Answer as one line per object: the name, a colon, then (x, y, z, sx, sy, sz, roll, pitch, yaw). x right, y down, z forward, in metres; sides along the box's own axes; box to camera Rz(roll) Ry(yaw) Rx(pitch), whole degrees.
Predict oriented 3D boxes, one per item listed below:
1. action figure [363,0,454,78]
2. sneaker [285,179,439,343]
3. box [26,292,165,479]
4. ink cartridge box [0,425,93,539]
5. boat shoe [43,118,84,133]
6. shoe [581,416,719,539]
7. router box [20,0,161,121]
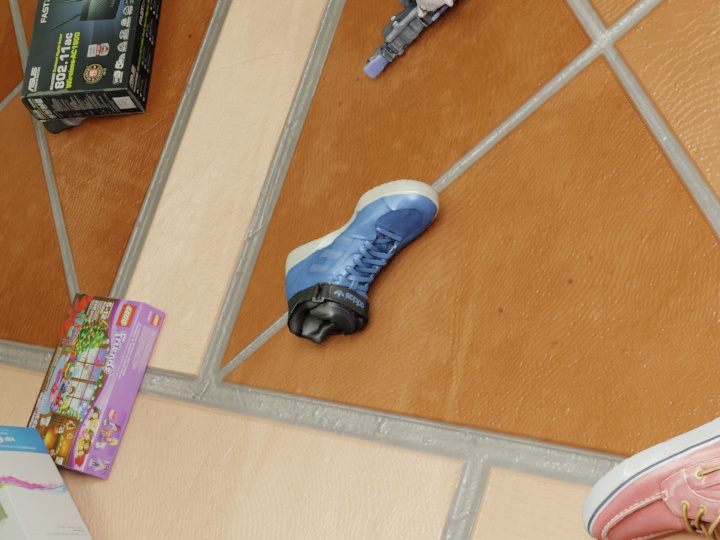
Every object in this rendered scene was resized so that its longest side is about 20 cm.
action figure: (0.041, -0.309, 1.501, 0.200, 0.105, 0.194, -48, 34, 10)
sneaker: (0.001, 0.001, 1.382, 0.200, 0.077, 0.111, -31, 44, 34)
box: (-0.308, 0.128, 1.640, 0.137, 0.039, 0.200, 5, 72, 45)
ink cartridge box: (-0.383, 0.287, 1.564, 0.145, 0.085, 0.200, -57, 48, 20)
boat shoe: (-0.405, -0.273, 1.935, 0.057, 0.069, 0.200, -29, 53, 31)
shoe: (0.256, 0.170, 1.049, 0.200, 0.071, 0.091, -33, 43, 21)
router box: (-0.343, -0.295, 1.847, 0.149, 0.062, 0.200, -4, 64, 16)
